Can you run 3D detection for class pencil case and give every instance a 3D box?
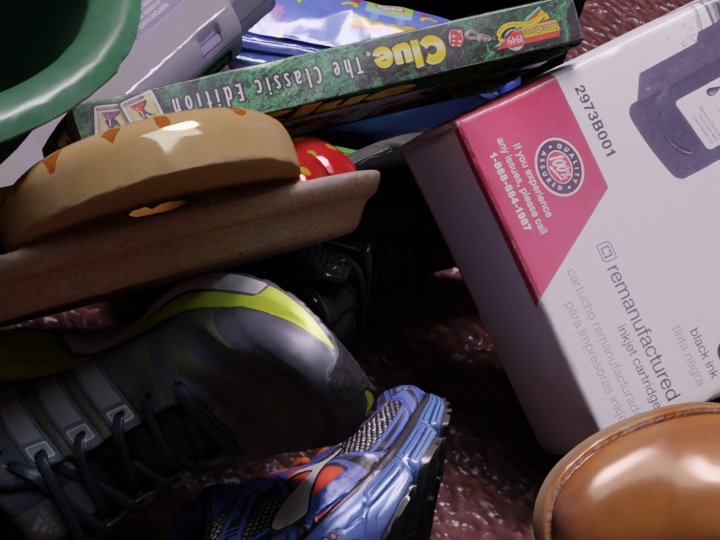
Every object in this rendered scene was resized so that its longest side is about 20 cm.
[{"bbox_3d":[-0.017,-0.103,0.989,0.199,0.079,0.087,11,8,-6],"label":"pencil case"}]

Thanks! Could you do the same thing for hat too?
[{"bbox_3d":[-0.159,-0.033,0.714,0.164,0.177,0.201,-9,42,-12],"label":"hat"}]

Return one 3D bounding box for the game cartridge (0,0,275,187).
[{"bbox_3d":[-0.145,-0.092,0.897,0.129,0.039,0.200,28,55,25],"label":"game cartridge"}]

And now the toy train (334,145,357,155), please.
[{"bbox_3d":[-0.053,-0.051,0.937,0.199,0.042,0.056,12,22,-5],"label":"toy train"}]

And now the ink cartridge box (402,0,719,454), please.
[{"bbox_3d":[0.141,-0.032,0.819,0.199,0.145,0.084,-26,3,-15],"label":"ink cartridge box"}]

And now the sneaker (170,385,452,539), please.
[{"bbox_3d":[-0.024,0.093,0.697,0.078,0.076,0.200,21,31,16],"label":"sneaker"}]

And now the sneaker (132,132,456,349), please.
[{"bbox_3d":[0.000,0.000,0.848,0.198,0.077,0.114,-7,40,-26],"label":"sneaker"}]

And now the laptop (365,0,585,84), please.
[{"bbox_3d":[0.034,-0.179,1.094,0.186,0.116,0.200,17,32,2],"label":"laptop"}]

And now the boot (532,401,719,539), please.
[{"bbox_3d":[0.176,0.100,0.706,0.199,0.077,0.155,7,4,-18],"label":"boot"}]

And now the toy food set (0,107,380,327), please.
[{"bbox_3d":[-0.091,-0.015,0.705,0.197,0.049,0.200,-15,0,25],"label":"toy food set"}]

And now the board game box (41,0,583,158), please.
[{"bbox_3d":[-0.022,-0.068,0.780,0.199,0.024,0.105,-14,-4,-15],"label":"board game box"}]

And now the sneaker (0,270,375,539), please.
[{"bbox_3d":[-0.080,0.060,0.669,0.199,0.074,0.081,-16,33,37],"label":"sneaker"}]
